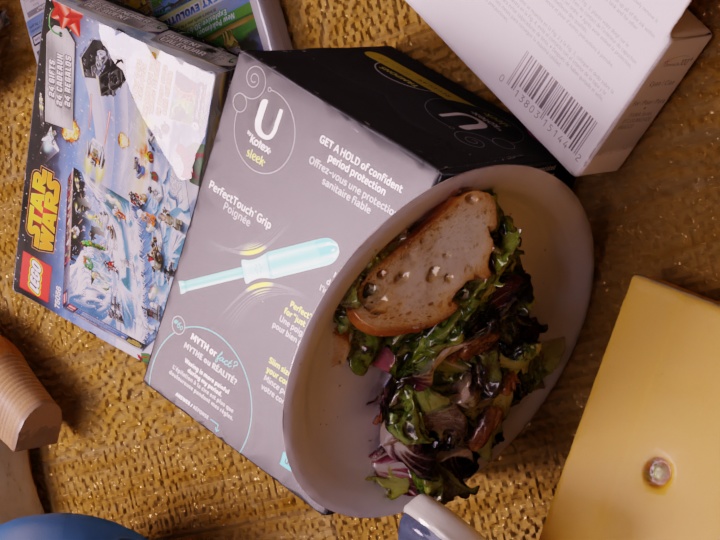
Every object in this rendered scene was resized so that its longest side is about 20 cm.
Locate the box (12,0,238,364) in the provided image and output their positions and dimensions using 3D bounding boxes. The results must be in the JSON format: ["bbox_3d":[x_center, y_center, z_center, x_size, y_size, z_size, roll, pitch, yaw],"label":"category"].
[{"bbox_3d":[-0.140,-0.054,1.312,0.137,0.040,0.201,26,120,28],"label":"box"}]

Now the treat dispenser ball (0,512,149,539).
[{"bbox_3d":[-0.182,0.247,1.310,0.200,0.200,0.202,7,101,40],"label":"treat dispenser ball"}]

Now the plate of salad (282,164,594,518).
[{"bbox_3d":[0.048,0.042,1.076,0.048,0.199,0.201,37,119,39],"label":"plate of salad"}]

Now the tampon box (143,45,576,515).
[{"bbox_3d":[0.000,0.000,1.162,0.150,0.126,0.201,33,116,33],"label":"tampon box"}]

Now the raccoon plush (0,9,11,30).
[{"bbox_3d":[-0.318,-0.142,1.452,0.200,0.097,0.135,30,108,35],"label":"raccoon plush"}]

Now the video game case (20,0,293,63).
[{"bbox_3d":[-0.134,-0.174,1.325,0.199,0.022,0.183,-21,83,41],"label":"video game case"}]

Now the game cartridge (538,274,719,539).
[{"bbox_3d":[0.189,0.116,1.051,0.199,0.032,0.177,23,96,35],"label":"game cartridge"}]

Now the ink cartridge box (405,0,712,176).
[{"bbox_3d":[0.100,-0.178,1.101,0.200,0.045,0.177,49,125,24],"label":"ink cartridge box"}]

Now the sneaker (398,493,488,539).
[{"bbox_3d":[0.040,0.194,1.119,0.075,0.084,0.200,35,157,33],"label":"sneaker"}]

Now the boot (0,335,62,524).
[{"bbox_3d":[-0.272,0.128,1.469,0.144,0.071,0.202,38,117,38],"label":"boot"}]
